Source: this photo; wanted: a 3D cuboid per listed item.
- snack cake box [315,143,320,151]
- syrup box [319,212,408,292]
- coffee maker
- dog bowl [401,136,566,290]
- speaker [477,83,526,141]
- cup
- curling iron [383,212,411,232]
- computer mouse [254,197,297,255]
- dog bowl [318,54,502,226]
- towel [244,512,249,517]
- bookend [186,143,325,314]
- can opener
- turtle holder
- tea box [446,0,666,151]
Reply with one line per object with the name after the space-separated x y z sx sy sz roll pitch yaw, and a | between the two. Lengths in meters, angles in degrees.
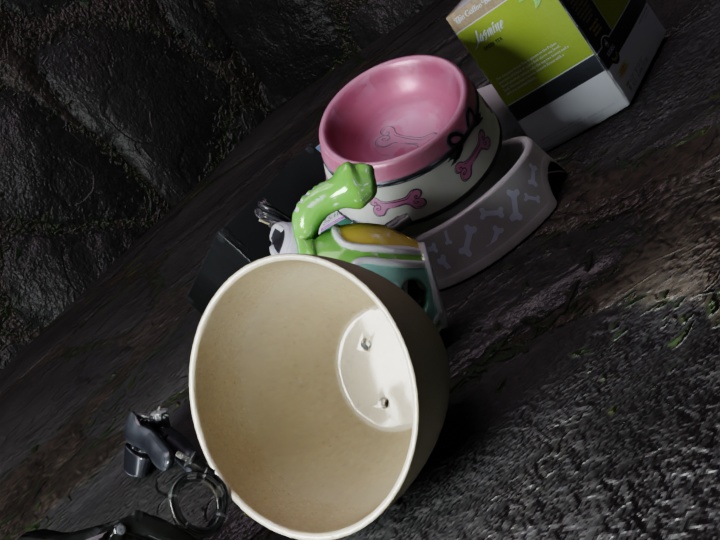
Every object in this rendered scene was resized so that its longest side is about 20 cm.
-0.018 -0.149 1.739 0.200 0.116 0.067 -42 14 -17 | snack cake box
0.000 0.000 1.223 0.078 0.082 0.201 -25 26 17 | syrup box
-0.192 0.250 0.888 0.192 0.136 0.199 -43 13 -31 | coffee maker
0.123 -0.065 1.227 0.199 0.059 0.200 -36 14 10 | dog bowl
0.134 -0.168 1.370 0.199 0.082 0.081 -28 3 -43 | speaker
-0.009 0.083 0.879 0.199 0.203 0.142 -30 -10 31 | cup
-0.037 -0.001 1.137 0.198 0.026 0.050 -34 27 3 | curling iron
-0.066 -0.035 1.336 0.044 0.109 0.200 -57 16 9 | computer mouse
0.044 -0.143 1.215 0.197 0.074 0.202 -15 44 15 | dog bowl
-0.066 0.133 1.066 0.201 0.018 0.087 -64 -13 -61 | towel
-0.121 -0.035 1.572 0.200 0.092 0.199 -47 -3 -33 | bookend
-0.219 0.198 1.304 0.062 0.080 0.199 -1 0 -26 | can opener
0.003 0.012 1.054 0.129 0.189 0.141 -16 -20 5 | turtle holder
0.232 -0.285 1.352 0.133 0.198 0.201 -26 17 39 | tea box
